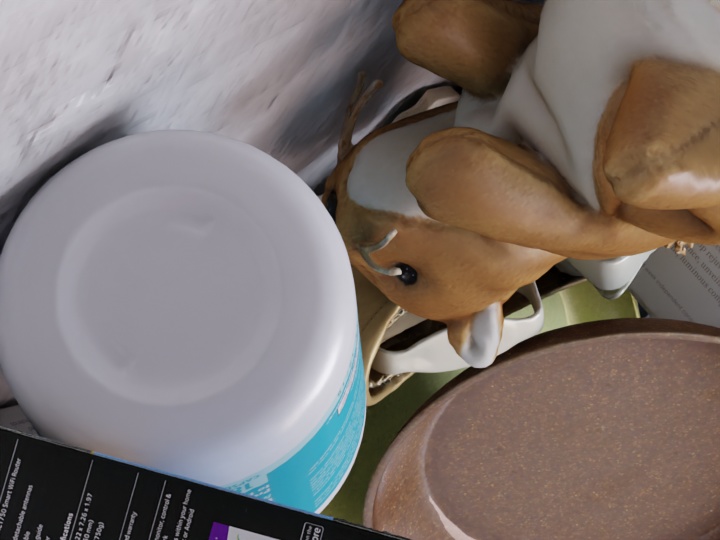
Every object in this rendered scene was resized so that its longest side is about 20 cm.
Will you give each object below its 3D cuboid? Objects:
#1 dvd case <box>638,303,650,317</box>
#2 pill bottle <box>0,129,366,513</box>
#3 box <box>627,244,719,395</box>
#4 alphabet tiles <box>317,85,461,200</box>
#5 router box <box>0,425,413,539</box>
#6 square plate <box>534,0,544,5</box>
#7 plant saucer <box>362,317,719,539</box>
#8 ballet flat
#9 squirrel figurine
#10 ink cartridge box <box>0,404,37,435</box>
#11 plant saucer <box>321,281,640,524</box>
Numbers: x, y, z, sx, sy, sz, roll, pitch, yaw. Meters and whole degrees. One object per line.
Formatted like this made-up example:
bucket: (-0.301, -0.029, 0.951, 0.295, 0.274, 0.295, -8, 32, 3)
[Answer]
dvd case: (0.106, 0.042, 1.386, 0.200, 0.025, 0.150, -44, -171, 20)
pill bottle: (-0.053, 0.033, 0.960, 0.111, 0.111, 0.200, -39, 167, -8)
box: (0.189, -0.063, 1.185, 0.200, 0.124, 0.097, -45, 165, 20)
alphabet tiles: (0.000, 0.000, 1.181, 0.196, 0.015, 0.200, -54, 163, 24)
router box: (-0.063, 0.101, 0.899, 0.200, 0.149, 0.051, 124, -18, -74)
square plate: (0.140, -0.143, 1.120, 0.200, 0.028, 0.198, -30, 164, -40)
plant saucer: (0.099, 0.080, 1.162, 0.200, 0.037, 0.200, -3, 137, -3)
ballet flat: (0.066, -0.003, 1.107, 0.200, 0.063, 0.069, -26, 140, -15)
squirrel figurine: (0.089, -0.041, 1.012, 0.200, 0.142, 0.187, 0, 150, -38)
ink cartridge box: (-0.096, 0.158, 1.052, 0.116, 0.200, 0.067, -46, 166, 23)
plant saucer: (0.041, 0.064, 1.214, 0.200, 0.031, 0.200, -19, 118, -40)
